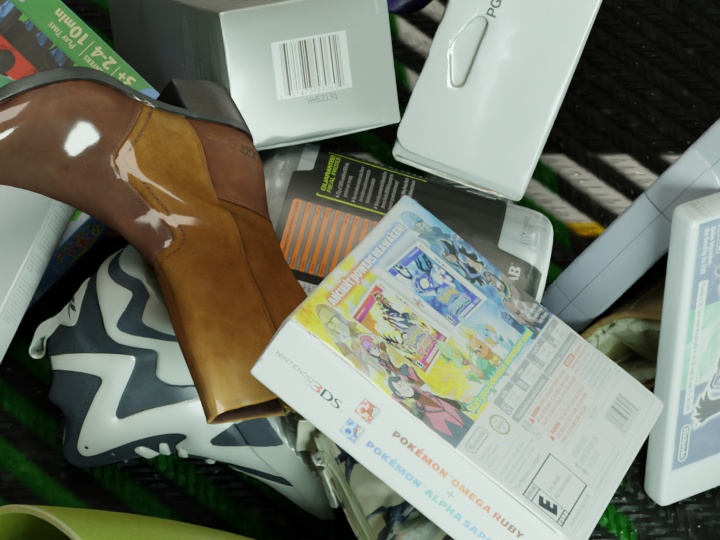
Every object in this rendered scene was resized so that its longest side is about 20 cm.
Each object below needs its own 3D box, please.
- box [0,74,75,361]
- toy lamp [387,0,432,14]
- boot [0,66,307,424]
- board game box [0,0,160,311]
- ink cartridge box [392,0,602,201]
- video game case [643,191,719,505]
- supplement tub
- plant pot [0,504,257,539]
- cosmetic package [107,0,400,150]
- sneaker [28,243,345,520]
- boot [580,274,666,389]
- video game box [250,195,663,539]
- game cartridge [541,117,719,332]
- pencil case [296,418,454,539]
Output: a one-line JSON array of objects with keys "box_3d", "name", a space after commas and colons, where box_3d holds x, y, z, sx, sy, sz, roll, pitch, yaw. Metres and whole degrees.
[{"box_3d": [-0.242, -0.019, 1.643, 0.144, 0.036, 0.201, 21, 76, 15], "name": "box"}, {"box_3d": [-0.001, -0.174, 1.777, 0.058, 0.200, 0.059, 0, 90, -26], "name": "toy lamp"}, {"box_3d": [-0.110, -0.003, 1.541, 0.188, 0.068, 0.201, 3, 54, -43], "name": "boot"}, {"box_3d": [-0.213, -0.056, 1.688, 0.151, 0.037, 0.200, 42, 84, 19], "name": "board game box"}, {"box_3d": [0.090, -0.142, 1.753, 0.083, 0.146, 0.200, 21, 20, 0], "name": "ink cartridge box"}, {"box_3d": [0.246, 0.026, 1.684, 0.181, 0.201, 0.023, -18, 40, -24], "name": "video game case"}, {"box_3d": [0.000, 0.000, 1.692, 0.199, 0.123, 0.123, 17, 52, 0], "name": "supplement tub"}, {"box_3d": [-0.087, 0.203, 1.499, 0.199, 0.187, 0.188, -2, 51, -41], "name": "plant pot"}, {"box_3d": [-0.065, -0.130, 1.733, 0.106, 0.091, 0.200, -12, 13, -19], "name": "cosmetic package"}, {"box_3d": [-0.100, 0.080, 1.646, 0.199, 0.129, 0.080, 43, 34, -29], "name": "sneaker"}, {"box_3d": [0.242, -0.005, 1.734, 0.200, 0.175, 0.066, -32, 88, -33], "name": "boot"}, {"box_3d": [0.054, 0.060, 1.533, 0.182, 0.047, 0.200, 41, 26, 1], "name": "video game box"}, {"box_3d": [0.180, -0.039, 1.717, 0.042, 0.200, 0.133, 43, 57, 1], "name": "game cartridge"}, {"box_3d": [0.037, 0.143, 1.532, 0.089, 0.078, 0.200, -13, 42, -14], "name": "pencil case"}]
